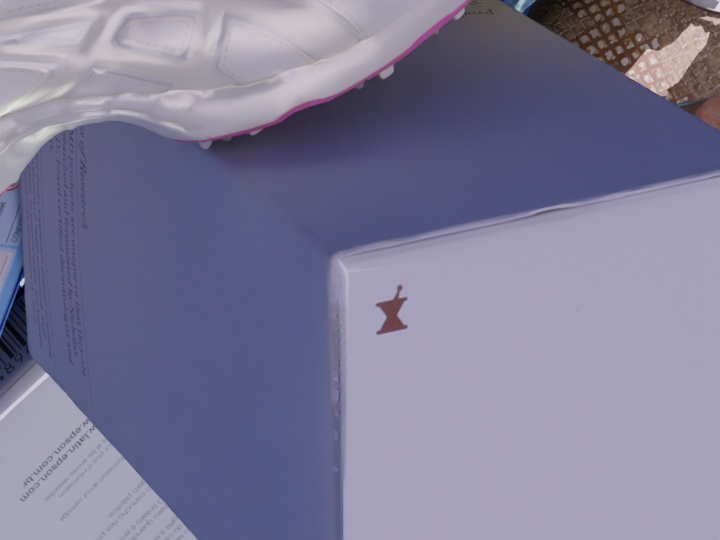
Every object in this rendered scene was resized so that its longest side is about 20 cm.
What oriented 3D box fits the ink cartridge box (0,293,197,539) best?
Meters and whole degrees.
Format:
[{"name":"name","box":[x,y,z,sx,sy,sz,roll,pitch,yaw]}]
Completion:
[{"name":"ink cartridge box","box":[-0.021,0.050,0.868,0.196,0.043,0.200,-45,129,-5]}]

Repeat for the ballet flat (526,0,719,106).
[{"name":"ballet flat","box":[0.136,-0.105,0.834,0.200,0.071,0.065,-24,152,-28]}]

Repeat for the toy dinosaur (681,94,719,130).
[{"name":"toy dinosaur","box":[0.119,-0.001,0.900,0.200,0.086,0.136,20,110,-32]}]

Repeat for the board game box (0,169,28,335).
[{"name":"board game box","box":[-0.171,-0.050,0.728,0.200,0.037,0.151,12,108,-35]}]

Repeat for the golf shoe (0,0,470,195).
[{"name":"golf shoe","box":[-0.058,-0.073,0.617,0.200,0.075,0.092,-20,134,-9]}]

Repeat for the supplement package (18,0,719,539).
[{"name":"supplement package","box":[0.000,0.000,0.704,0.117,0.200,0.117,-11,117,-24]}]
